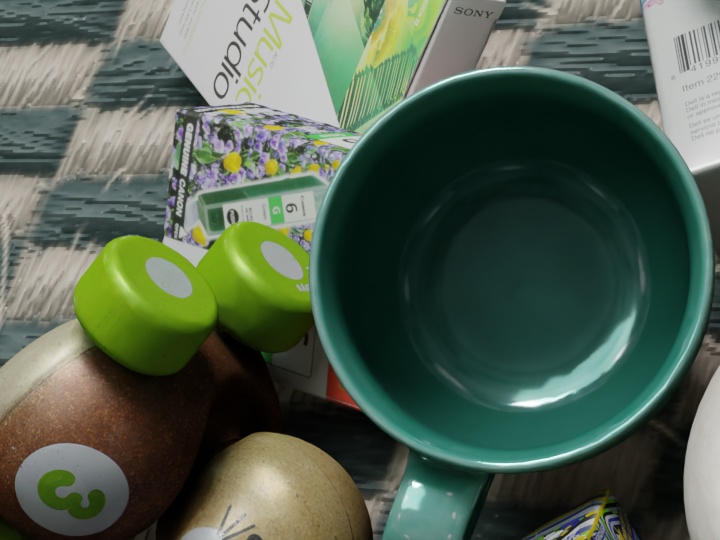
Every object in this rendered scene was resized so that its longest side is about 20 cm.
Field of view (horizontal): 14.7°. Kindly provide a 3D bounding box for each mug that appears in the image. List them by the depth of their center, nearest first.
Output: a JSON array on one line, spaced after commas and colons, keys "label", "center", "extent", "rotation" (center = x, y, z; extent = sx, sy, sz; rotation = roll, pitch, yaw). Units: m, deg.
[{"label": "mug", "center": [0.049, 0.013, 1.087], "extent": [0.185, 0.114, 0.152], "rotation": [-39, 83, 3]}]

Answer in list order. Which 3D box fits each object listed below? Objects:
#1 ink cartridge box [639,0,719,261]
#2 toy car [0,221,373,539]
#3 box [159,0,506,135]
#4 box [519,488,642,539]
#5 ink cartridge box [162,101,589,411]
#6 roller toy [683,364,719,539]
[{"label": "ink cartridge box", "center": [0.197, -0.114, 1.179], "extent": [0.145, 0.088, 0.200], "rotation": [-20, 51, 17]}, {"label": "toy car", "center": [-0.056, 0.108, 1.138], "extent": [0.200, 0.158, 0.164], "rotation": [49, 118, 18]}, {"label": "box", "center": [-0.018, -0.115, 1.293], "extent": [0.200, 0.036, 0.144], "rotation": [50, 126, 43]}, {"label": "box", "center": [0.024, 0.165, 1.058], "extent": [0.200, 0.064, 0.070], "rotation": [-32, 3, 16]}, {"label": "ink cartridge box", "center": [0.000, 0.000, 1.202], "extent": [0.200, 0.050, 0.109], "rotation": [17, 107, 39]}, {"label": "roller toy", "center": [0.214, 0.081, 0.986], "extent": [0.182, 0.140, 0.200], "rotation": [14, 65, 37]}]
